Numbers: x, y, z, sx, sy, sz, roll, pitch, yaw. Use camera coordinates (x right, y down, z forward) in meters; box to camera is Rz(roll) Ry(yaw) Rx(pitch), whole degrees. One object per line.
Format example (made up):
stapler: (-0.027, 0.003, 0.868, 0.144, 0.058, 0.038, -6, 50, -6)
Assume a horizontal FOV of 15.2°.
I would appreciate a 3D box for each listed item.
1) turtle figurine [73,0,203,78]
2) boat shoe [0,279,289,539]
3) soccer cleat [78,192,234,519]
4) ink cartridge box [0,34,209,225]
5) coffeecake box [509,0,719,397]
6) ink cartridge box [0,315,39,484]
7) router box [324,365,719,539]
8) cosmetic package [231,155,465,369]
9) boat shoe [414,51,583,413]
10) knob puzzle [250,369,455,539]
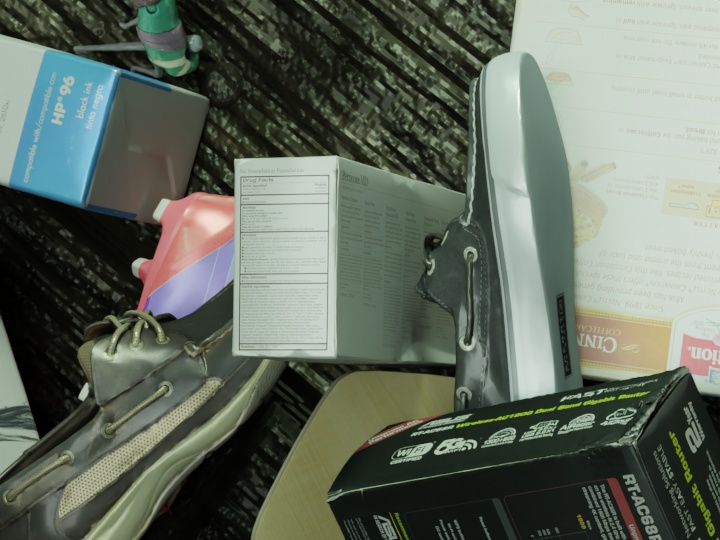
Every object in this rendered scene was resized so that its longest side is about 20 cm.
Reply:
turtle figurine: (-0.103, -0.168, 1.276, 0.199, 0.101, 0.151, -17, 81, 12)
boat shoe: (-0.094, 0.054, 1.205, 0.073, 0.074, 0.200, 41, 82, -13)
soccer cleat: (-0.088, 0.061, 1.273, 0.076, 0.067, 0.201, 20, 91, 14)
ink cartridge box: (-0.187, -0.081, 1.285, 0.199, 0.116, 0.068, 16, 91, 18)
coffeecake box: (0.141, -0.047, 1.192, 0.153, 0.073, 0.201, 8, 89, 20)
ink cartridge box: (-0.226, 0.087, 1.279, 0.145, 0.084, 0.201, -28, 77, 46)
router box: (0.095, 0.147, 1.100, 0.149, 0.062, 0.201, -12, 111, 35)
cosmetic package: (0.000, 0.000, 1.171, 0.050, 0.200, 0.083, 1, 87, 19)
boat shoe: (0.055, 0.010, 1.151, 0.066, 0.070, 0.201, -5, 93, 19)
knob puzzle: (0.035, 0.135, 1.194, 0.218, 0.030, 0.221, 0, 90, -11)
